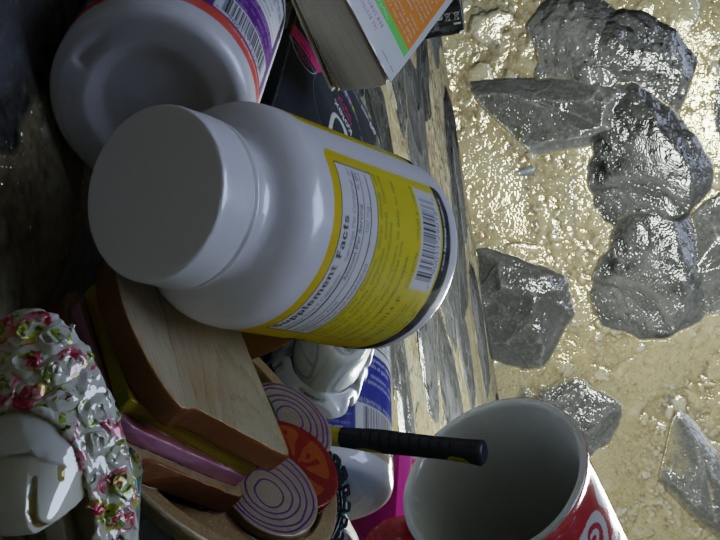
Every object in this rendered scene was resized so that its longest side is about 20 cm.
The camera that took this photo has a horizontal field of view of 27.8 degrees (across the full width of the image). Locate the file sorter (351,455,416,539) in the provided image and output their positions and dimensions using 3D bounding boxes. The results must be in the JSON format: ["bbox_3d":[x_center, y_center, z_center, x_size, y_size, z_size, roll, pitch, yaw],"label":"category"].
[{"bbox_3d":[0.041,0.272,1.152,0.139,0.125,0.201,-52,-161,33],"label":"file sorter"}]

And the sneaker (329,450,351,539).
[{"bbox_3d":[-0.076,0.196,0.860,0.078,0.086,0.201,54,50,-38],"label":"sneaker"}]

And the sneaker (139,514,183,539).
[{"bbox_3d":[-0.113,0.129,0.766,0.081,0.073,0.200,60,13,-8],"label":"sneaker"}]

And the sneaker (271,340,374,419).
[{"bbox_3d":[0.000,0.000,0.978,0.081,0.074,0.201,119,-12,-53],"label":"sneaker"}]

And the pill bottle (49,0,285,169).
[{"bbox_3d":[-0.102,-0.139,0.841,0.201,0.110,0.112,-81,161,-58],"label":"pill bottle"}]

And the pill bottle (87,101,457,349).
[{"bbox_3d":[-0.042,-0.023,0.737,0.199,0.110,0.113,15,67,-57],"label":"pill bottle"}]

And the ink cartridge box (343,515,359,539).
[{"bbox_3d":[-0.046,0.253,0.945,0.146,0.083,0.202,73,14,-60],"label":"ink cartridge box"}]

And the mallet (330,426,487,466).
[{"bbox_3d":[-0.022,0.100,0.902,0.066,0.198,0.042,48,48,-54],"label":"mallet"}]

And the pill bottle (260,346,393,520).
[{"bbox_3d":[-0.036,0.068,1.044,0.120,0.118,0.202,67,19,-56],"label":"pill bottle"}]

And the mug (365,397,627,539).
[{"bbox_3d":[0.114,0.203,1.031,0.201,0.176,0.134,57,51,-36],"label":"mug"}]

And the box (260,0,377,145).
[{"bbox_3d":[-0.065,-0.072,0.955,0.123,0.105,0.201,59,22,-29],"label":"box"}]

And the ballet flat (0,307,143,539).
[{"bbox_3d":[-0.130,0.119,0.626,0.064,0.075,0.202,-36,116,-70],"label":"ballet flat"}]

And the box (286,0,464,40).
[{"bbox_3d":[-0.035,-0.252,1.049,0.048,0.198,0.195,-77,157,-81],"label":"box"}]

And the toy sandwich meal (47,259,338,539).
[{"bbox_3d":[-0.075,0.064,0.757,0.205,0.070,0.206,38,23,-19],"label":"toy sandwich meal"}]

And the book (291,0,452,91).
[{"bbox_3d":[0.019,-0.228,0.936,0.200,0.048,0.134,-53,128,-40],"label":"book"}]
